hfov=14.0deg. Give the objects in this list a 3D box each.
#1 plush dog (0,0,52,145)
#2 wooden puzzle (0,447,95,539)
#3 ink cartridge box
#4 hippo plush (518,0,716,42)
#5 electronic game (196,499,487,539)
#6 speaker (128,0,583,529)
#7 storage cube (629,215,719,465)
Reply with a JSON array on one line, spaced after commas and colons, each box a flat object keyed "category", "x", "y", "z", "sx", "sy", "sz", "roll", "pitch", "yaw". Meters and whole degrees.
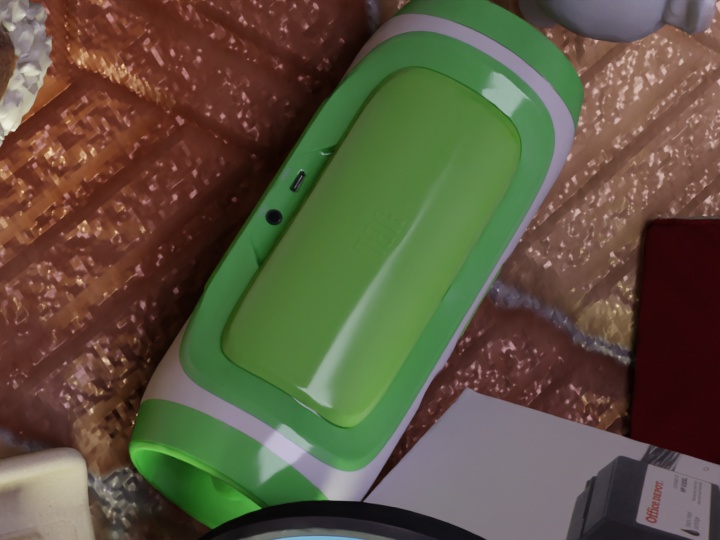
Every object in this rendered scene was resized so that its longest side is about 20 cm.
[{"category": "plush dog", "x": -0.184, "y": -0.119, "z": 0.891, "sx": 0.200, "sy": 0.160, "sz": 0.172, "roll": 41, "pitch": 49, "yaw": -15}, {"category": "wooden puzzle", "x": -0.154, "y": 0.171, "z": 0.959, "sx": 0.185, "sy": 0.037, "sz": 0.200, "roll": -11, "pitch": 97, "yaw": -34}, {"category": "ink cartridge box", "x": 0.105, "y": 0.143, "z": 1.009, "sx": 0.084, "sy": 0.200, "sz": 0.145, "roll": -44, "pitch": 137, "yaw": -40}, {"category": "hippo plush", "x": 0.100, "y": -0.165, "z": 1.054, "sx": 0.200, "sy": 0.159, "sz": 0.161, "roll": -32, "pitch": 107, "yaw": -30}, {"category": "electronic game", "x": 0.013, "y": 0.162, "z": 0.983, "sx": 0.200, "sy": 0.200, "sz": 0.042, "roll": 61, "pitch": 35, "yaw": -19}, {"category": "speaker", "x": 0.000, "y": 0.000, "z": 1.033, "sx": 0.088, "sy": 0.088, "sz": 0.200, "roll": 42, "pitch": 69, "yaw": -27}, {"category": "storage cube", "x": 0.222, "y": 0.076, "z": 1.132, "sx": 0.200, "sy": 0.171, "sz": 0.180, "roll": 7, "pitch": 85, "yaw": -33}]
